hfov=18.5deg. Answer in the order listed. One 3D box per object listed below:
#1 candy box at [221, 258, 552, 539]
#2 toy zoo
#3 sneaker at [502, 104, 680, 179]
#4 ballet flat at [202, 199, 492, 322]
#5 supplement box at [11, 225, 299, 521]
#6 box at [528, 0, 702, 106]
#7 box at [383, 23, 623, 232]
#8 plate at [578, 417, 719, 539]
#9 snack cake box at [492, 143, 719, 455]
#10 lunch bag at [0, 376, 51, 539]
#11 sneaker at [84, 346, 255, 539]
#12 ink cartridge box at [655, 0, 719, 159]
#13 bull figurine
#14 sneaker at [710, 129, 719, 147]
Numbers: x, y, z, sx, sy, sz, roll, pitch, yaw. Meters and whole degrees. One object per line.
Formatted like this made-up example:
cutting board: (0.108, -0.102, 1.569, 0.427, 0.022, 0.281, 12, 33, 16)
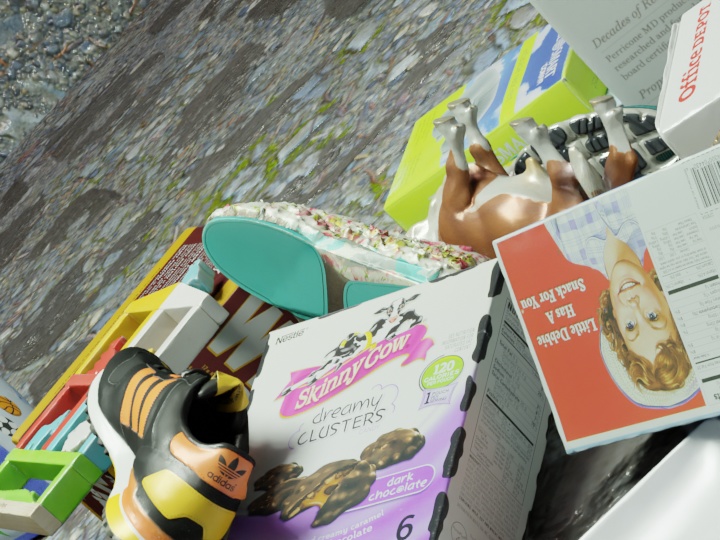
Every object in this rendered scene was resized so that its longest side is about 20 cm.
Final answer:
candy box: (0.009, 0.106, 1.164, 0.168, 0.072, 0.200, -20, 38, 34)
toy zoo: (-0.151, 0.074, 1.334, 0.200, 0.020, 0.131, -53, 18, -20)
sneaker: (0.128, -0.060, 1.364, 0.200, 0.078, 0.080, -24, 15, 47)
ballet flat: (0.000, 0.000, 1.304, 0.200, 0.076, 0.064, 20, 35, 30)
supplement box: (-0.093, 0.083, 1.440, 0.197, 0.133, 0.200, -51, 18, -17)
box: (0.208, -0.224, 1.373, 0.200, 0.171, 0.199, -39, 18, 20)
box: (0.110, -0.110, 1.558, 0.200, 0.048, 0.122, -35, 20, 32)
plate: (0.119, 0.165, 0.929, 0.200, 0.032, 0.200, -45, 16, 2)
snack cake box: (0.155, 0.009, 1.021, 0.067, 0.115, 0.200, -20, -2, -31)
lunch bag: (-0.326, 0.138, 1.795, 0.124, 0.170, 0.200, -52, 18, -11)
sneaker: (-0.091, 0.083, 1.180, 0.090, 0.070, 0.200, -48, 24, 14)
ink cartridge box: (0.265, -0.132, 1.178, 0.200, 0.086, 0.147, -37, 19, 31)
bull figurine: (0.089, -0.037, 1.303, 0.200, 0.122, 0.065, 1, 21, 43)
sneaker: (0.219, -0.020, 1.085, 0.071, 0.112, 0.200, -52, -12, -22)
